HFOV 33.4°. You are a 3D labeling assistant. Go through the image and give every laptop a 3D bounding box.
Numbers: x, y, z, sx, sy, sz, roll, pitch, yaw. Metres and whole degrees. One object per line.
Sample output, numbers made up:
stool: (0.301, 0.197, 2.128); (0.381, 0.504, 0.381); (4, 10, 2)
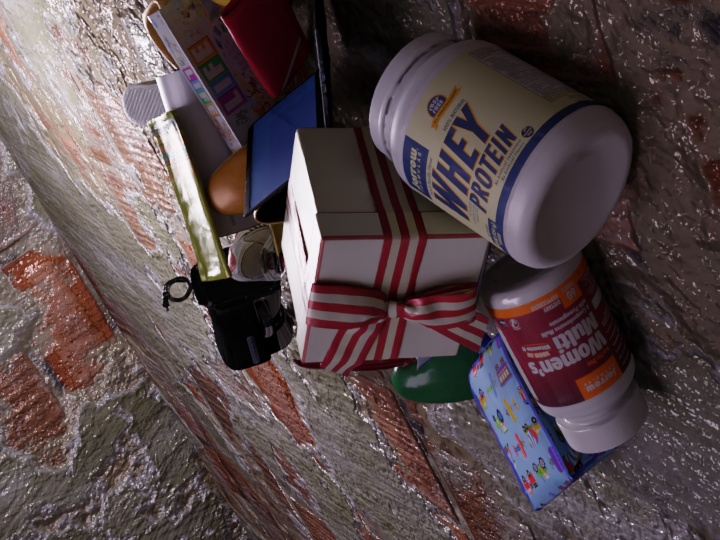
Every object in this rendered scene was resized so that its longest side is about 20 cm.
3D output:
laptop: (-0.080, -0.191, 1.226); (0.178, 0.102, 0.202); (-95, 0, -52)

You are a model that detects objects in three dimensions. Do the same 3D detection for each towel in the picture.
towel: (-0.199, -0.085, 1.396); (0.086, 0.018, 0.203); (-5, 104, 66)

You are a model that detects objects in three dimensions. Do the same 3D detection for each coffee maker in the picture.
coffee maker: (-0.213, 0.062, 1.983); (0.189, 0.136, 0.201); (1, 146, 4)

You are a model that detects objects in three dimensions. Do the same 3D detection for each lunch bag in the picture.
lunch bag: (0.194, 0.159, 1.398); (0.201, 0.094, 0.151); (52, 159, 14)

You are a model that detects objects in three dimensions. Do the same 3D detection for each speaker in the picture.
speaker: (-0.176, -0.144, 1.417); (0.081, 0.080, 0.203); (3, 111, 64)

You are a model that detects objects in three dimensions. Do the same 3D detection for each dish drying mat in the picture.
dish drying mat: (-0.096, -0.252, 1.283); (0.018, 0.077, 0.200); (37, 174, 16)

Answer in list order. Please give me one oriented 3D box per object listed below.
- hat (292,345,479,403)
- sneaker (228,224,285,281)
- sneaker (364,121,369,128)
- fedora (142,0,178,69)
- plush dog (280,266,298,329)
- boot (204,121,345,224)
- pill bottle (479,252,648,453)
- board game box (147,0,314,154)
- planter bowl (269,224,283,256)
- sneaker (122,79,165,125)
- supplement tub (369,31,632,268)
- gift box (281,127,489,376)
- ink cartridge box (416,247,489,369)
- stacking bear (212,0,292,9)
hat: (0.060, 0.153, 1.541); (0.199, 0.175, 0.167); (24, 146, 52)
sneaker: (-0.092, -0.024, 1.602); (0.082, 0.198, 0.079); (19, 112, 45)
sneaker: (0.018, -0.129, 1.299); (0.076, 0.087, 0.200); (48, 161, 5)
fedora: (-0.218, -0.311, 1.514); (0.200, 0.082, 0.202); (43, 157, 23)
plush dog: (0.000, 0.000, 1.422); (0.159, 0.201, 0.172); (29, -155, -7)
boot: (-0.102, -0.088, 1.293); (0.071, 0.199, 0.145); (57, -156, -22)
pill bottle: (0.207, 0.076, 1.194); (0.201, 0.109, 0.109); (60, 158, -19)
board game box: (-0.134, -0.239, 1.376); (0.034, 0.134, 0.201); (-1, 125, 59)
planter bowl: (-0.090, -0.125, 1.502); (0.200, 0.082, 0.203); (166, 90, -86)
sneaker: (-0.213, -0.219, 1.523); (0.198, 0.082, 0.075); (15, 120, 38)
supplement tub: (0.116, -0.109, 1.033); (0.199, 0.145, 0.146); (37, 155, 35)
gift box: (0.024, -0.009, 1.161); (0.188, 0.182, 0.202); (-105, 14, -46)
ink cartridge box: (0.094, 0.033, 1.385); (0.039, 0.099, 0.201); (43, 157, 21)
stacking bear: (-0.128, -0.326, 1.266); (0.112, 0.123, 0.200); (7, 156, 17)
